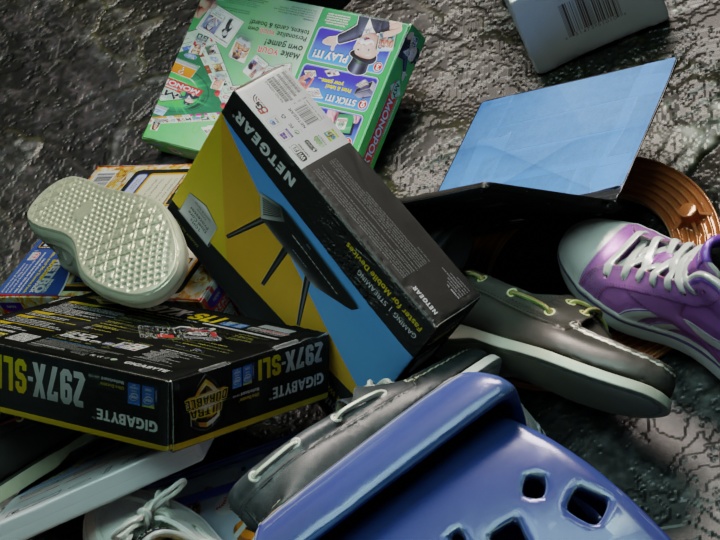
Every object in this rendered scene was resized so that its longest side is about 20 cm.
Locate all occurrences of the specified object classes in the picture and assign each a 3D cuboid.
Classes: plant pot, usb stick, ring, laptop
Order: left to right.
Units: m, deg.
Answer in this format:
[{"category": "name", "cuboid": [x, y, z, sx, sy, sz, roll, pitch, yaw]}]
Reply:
[{"category": "usb stick", "cuboid": [0.000, 0.000, 1.473, 0.199, 0.033, 0.056, -11, 36, 51]}, {"category": "plant pot", "cuboid": [0.059, 0.181, 1.189, 0.200, 0.200, 0.180, -37, 69, -6]}, {"category": "laptop", "cuboid": [0.083, -0.086, 1.465, 0.187, 0.199, 0.117, -10, 79, 46]}, {"category": "ring", "cuboid": [0.147, -0.005, 1.469, 0.199, 0.019, 0.201, -14, 47, 15]}]

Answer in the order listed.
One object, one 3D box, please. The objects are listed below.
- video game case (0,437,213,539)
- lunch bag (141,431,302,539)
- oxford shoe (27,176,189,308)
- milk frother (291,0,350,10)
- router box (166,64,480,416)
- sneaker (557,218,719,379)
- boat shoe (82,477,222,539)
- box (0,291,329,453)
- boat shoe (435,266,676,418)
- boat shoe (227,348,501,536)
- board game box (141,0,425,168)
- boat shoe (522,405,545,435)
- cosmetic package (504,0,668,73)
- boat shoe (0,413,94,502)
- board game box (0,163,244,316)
[{"category": "video game case", "cuboid": [-0.157, 0.124, 1.415, 0.143, 0.018, 0.200, -25, 6, 5]}, {"category": "lunch bag", "cuboid": [-0.077, 0.184, 1.375, 0.199, 0.076, 0.161, -17, 44, 10]}, {"category": "oxford shoe", "cuboid": [-0.163, -0.013, 1.472, 0.075, 0.058, 0.200, -42, 31, -14]}, {"category": "milk frother", "cuboid": [-0.043, -0.314, 1.705, 0.180, 0.188, 0.200, 25, 66, 36]}, {"category": "router box", "cuboid": [-0.029, -0.010, 1.403, 0.051, 0.149, 0.200, -31, 75, -38]}, {"category": "sneaker", "cuboid": [0.204, -0.002, 1.354, 0.200, 0.115, 0.073, 29, 66, 31]}, {"category": "boat shoe", "cuboid": [-0.117, 0.168, 1.286, 0.074, 0.086, 0.202, -36, 38, -14]}, {"category": "box", "cuboid": [-0.145, 0.060, 1.381, 0.199, 0.050, 0.159, 9, 13, 34]}, {"category": "boat shoe", "cuboid": [0.119, 0.041, 1.379, 0.200, 0.072, 0.061, 16, 70, 39]}, {"category": "boat shoe", "cuboid": [0.005, 0.099, 1.325, 0.060, 0.076, 0.200, 38, 51, 24]}, {"category": "board game box", "cuboid": [-0.061, -0.137, 1.647, 0.199, 0.029, 0.135, 16, 79, 34]}, {"category": "boat shoe", "cuboid": [0.068, 0.164, 1.325, 0.073, 0.067, 0.201, -6, 50, 21]}, {"category": "cosmetic package", "cuboid": [0.145, -0.256, 1.644, 0.112, 0.081, 0.201, -22, 45, 6]}, {"category": "boat shoe", "cuboid": [-0.202, 0.093, 1.470, 0.201, 0.063, 0.074, -32, 6, -41]}, {"category": "board game box", "cuboid": [-0.145, -0.014, 1.560, 0.199, 0.046, 0.152, 1, 42, 37]}]
